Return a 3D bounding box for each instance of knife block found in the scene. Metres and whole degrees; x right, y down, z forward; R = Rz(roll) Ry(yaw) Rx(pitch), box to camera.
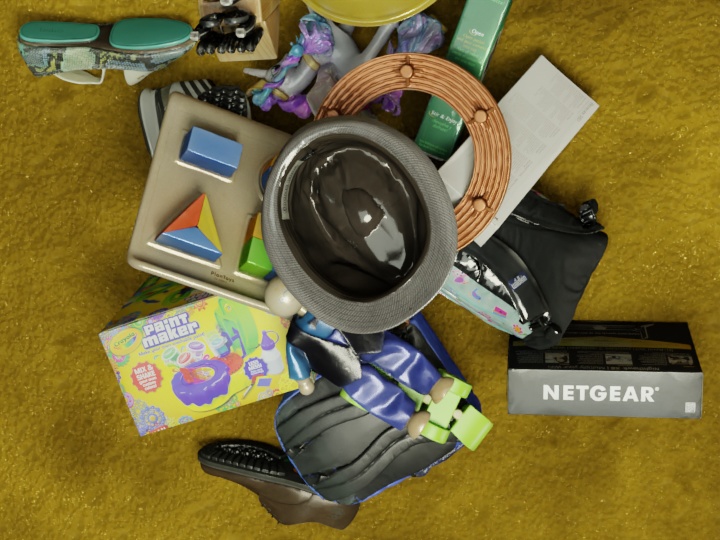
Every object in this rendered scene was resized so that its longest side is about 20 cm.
[{"bbox_3d":[-0.124,-0.292,1.361,0.063,0.176,0.203,-1,65,7],"label":"knife block"}]

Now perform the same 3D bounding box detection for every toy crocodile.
[{"bbox_3d":[0.043,0.118,1.392,0.198,0.062,0.068,26,91,-5],"label":"toy crocodile"}]

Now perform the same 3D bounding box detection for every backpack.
[{"bbox_3d":[0.139,-0.021,1.453,0.198,0.168,0.127,30,152,-2],"label":"backpack"},{"bbox_3d":[0.016,0.151,1.507,0.199,0.168,0.163,-34,94,8],"label":"backpack"}]

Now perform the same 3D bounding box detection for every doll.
[{"bbox_3d":[-0.007,0.069,1.330,0.199,0.048,0.137,35,90,-8],"label":"doll"}]

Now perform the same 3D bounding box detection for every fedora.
[{"bbox_3d":[0.003,-0.044,1.291,0.177,0.090,0.200,-43,81,11],"label":"fedora"}]

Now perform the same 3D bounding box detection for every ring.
[{"bbox_3d":[0.045,-0.106,1.330,0.198,0.019,0.203,2,100,10],"label":"ring"}]

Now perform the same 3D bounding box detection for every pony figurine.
[{"bbox_3d":[-0.007,-0.202,1.434,0.193,0.166,0.200,46,101,14],"label":"pony figurine"}]

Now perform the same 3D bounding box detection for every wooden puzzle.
[{"bbox_3d":[-0.117,-0.068,1.358,0.183,0.202,0.046,19,153,-18],"label":"wooden puzzle"}]

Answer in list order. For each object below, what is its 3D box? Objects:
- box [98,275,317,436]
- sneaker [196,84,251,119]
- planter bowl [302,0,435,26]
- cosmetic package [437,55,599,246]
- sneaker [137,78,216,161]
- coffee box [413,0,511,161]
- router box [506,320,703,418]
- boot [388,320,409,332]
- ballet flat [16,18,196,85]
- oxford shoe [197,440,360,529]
[{"bbox_3d":[-0.146,0.060,1.493,0.198,0.193,0.123,-17,104,12],"label":"box"},{"bbox_3d":[-0.148,-0.090,1.448,0.069,0.094,0.202,1,69,4],"label":"sneaker"},{"bbox_3d":[0.007,-0.349,1.364,0.198,0.084,0.203,-3,74,11],"label":"planter bowl"},{"bbox_3d":[0.153,-0.122,1.406,0.082,0.200,0.051,40,150,4],"label":"cosmetic package"},{"bbox_3d":[-0.163,-0.109,1.497,0.114,0.076,0.203,-13,92,10],"label":"sneaker"},{"bbox_3d":[0.112,-0.220,1.417,0.044,0.123,0.202,22,109,4],"label":"coffee box"},{"bbox_3d":[0.254,0.101,1.472,0.197,0.157,0.053,1,107,8],"label":"router box"},{"bbox_3d":[0.000,0.000,1.447,0.076,0.199,0.157,10,72,-33],"label":"boot"},{"bbox_3d":[-0.268,-0.233,1.499,0.197,0.074,0.075,4,107,8],"label":"ballet flat"},{"bbox_3d":[-0.098,0.254,1.607,0.198,0.073,0.085,18,110,2],"label":"oxford shoe"}]
